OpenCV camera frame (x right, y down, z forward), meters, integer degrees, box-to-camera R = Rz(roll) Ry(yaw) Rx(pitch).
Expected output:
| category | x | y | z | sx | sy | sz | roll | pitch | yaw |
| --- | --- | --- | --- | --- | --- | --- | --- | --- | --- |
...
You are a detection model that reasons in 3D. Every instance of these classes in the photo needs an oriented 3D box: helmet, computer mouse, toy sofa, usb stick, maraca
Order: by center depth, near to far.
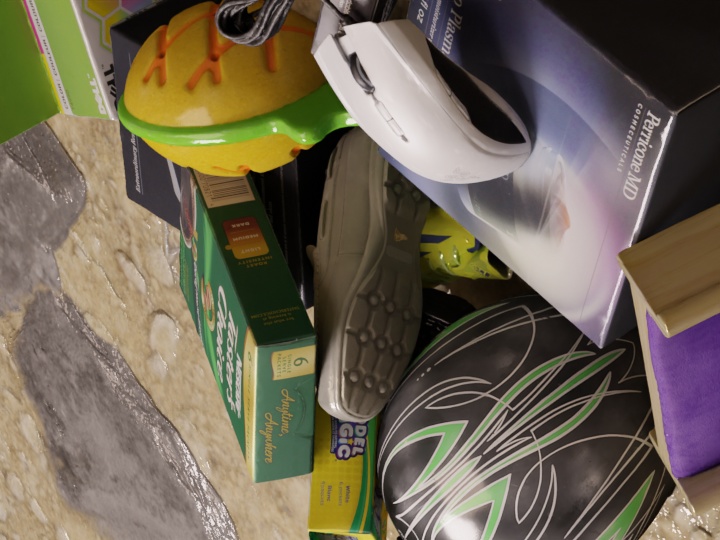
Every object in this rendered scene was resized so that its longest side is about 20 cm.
| category | x | y | z | sx | sy | sz | roll | pitch | yaw |
| --- | --- | --- | --- | --- | --- | --- | --- | --- | --- |
| computer mouse | 0.014 | -0.104 | 1.496 | 0.200 | 0.044 | 0.109 | 39 | 140 | -23 |
| toy sofa | 0.211 | 0.062 | 1.559 | 0.200 | 0.082 | 0.098 | 74 | 170 | -52 |
| maraca | -0.061 | -0.113 | 1.700 | 0.199 | 0.137 | 0.107 | 6 | 128 | 35 |
| helmet | 0.108 | 0.109 | 1.728 | 0.200 | 0.200 | 0.191 | 52 | 164 | 12 |
| usb stick | 0.050 | 0.077 | 1.874 | 0.055 | 0.033 | 0.200 | 24 | 149 | 12 |

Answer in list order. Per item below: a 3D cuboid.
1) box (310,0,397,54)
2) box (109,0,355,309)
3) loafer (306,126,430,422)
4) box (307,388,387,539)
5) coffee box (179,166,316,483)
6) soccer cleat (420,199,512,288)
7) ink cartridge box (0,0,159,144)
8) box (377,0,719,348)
| category | x | y | z | sx | sy | sz | roll | pitch | yaw |
| --- | --- | --- | --- | --- | --- | --- | --- | --- | --- |
| box | 0.032 | -0.227 | 1.536 | 0.036 | 0.201 | 0.143 | 22 | 144 | 4 |
| box | -0.069 | -0.091 | 1.876 | 0.200 | 0.104 | 0.149 | 33 | 139 | 37 |
| loafer | 0.000 | 0.000 | 1.733 | 0.070 | 0.201 | 0.070 | 27 | 155 | -38 |
| box | -0.005 | 0.111 | 1.801 | 0.117 | 0.048 | 0.201 | 71 | -156 | -74 |
| coffee box | -0.075 | 0.025 | 1.762 | 0.200 | 0.044 | 0.123 | -114 | 20 | -45 |
| soccer cleat | 0.066 | -0.021 | 1.774 | 0.200 | 0.064 | 0.084 | -48 | 59 | 54 |
| ink cartridge box | -0.213 | -0.172 | 1.921 | 0.076 | 0.200 | 0.149 | 9 | 123 | 51 |
| box | 0.128 | -0.101 | 1.578 | 0.198 | 0.123 | 0.201 | 41 | 144 | 25 |
